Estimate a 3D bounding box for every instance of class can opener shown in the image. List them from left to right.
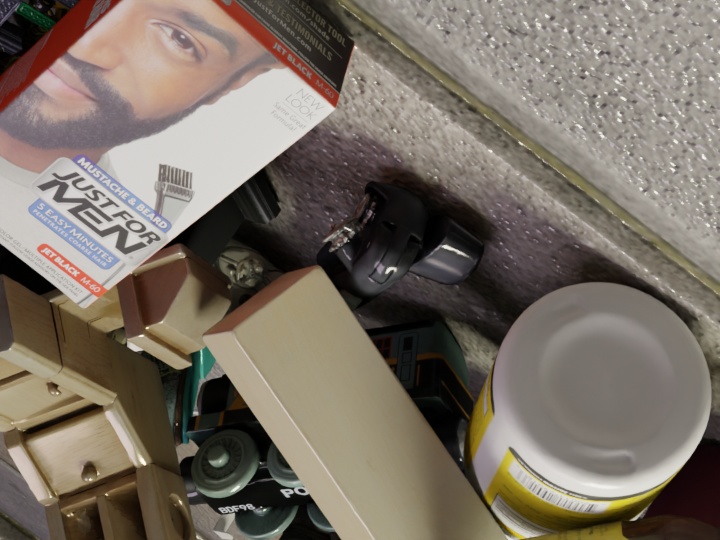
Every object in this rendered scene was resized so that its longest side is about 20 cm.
[{"bbox_3d":[0.000,0.000,1.045,0.079,0.063,0.200,39,159,-10],"label":"can opener"}]

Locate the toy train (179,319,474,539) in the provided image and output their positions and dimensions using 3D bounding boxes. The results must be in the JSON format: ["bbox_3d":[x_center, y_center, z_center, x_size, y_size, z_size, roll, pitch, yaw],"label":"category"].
[{"bbox_3d":[-0.020,0.097,1.134,0.199,0.114,0.085,-11,140,24],"label":"toy train"}]

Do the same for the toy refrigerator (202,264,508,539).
[{"bbox_3d":[0.002,0.096,1.010,0.200,0.070,0.076,55,164,-6],"label":"toy refrigerator"}]

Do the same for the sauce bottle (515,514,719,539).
[{"bbox_3d":[0.134,0.158,0.930,0.199,0.066,0.066,-14,143,10],"label":"sauce bottle"}]

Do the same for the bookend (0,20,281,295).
[{"bbox_3d":[-0.190,-0.019,1.102,0.198,0.200,0.092,28,165,23],"label":"bookend"}]

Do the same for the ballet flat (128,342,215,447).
[{"bbox_3d":[-0.136,0.057,1.249,0.074,0.074,0.200,39,-162,-10],"label":"ballet flat"}]

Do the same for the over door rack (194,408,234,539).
[{"bbox_3d":[-0.072,0.140,1.443,0.199,0.067,0.148,-13,132,37],"label":"over door rack"}]

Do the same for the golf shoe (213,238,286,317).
[{"bbox_3d":[-0.055,0.042,1.250,0.200,0.078,0.097,54,174,-34],"label":"golf shoe"}]

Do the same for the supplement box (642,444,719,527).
[{"bbox_3d":[0.241,0.203,1.036,0.200,0.111,0.086,47,157,-27],"label":"supplement box"}]

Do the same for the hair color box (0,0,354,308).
[{"bbox_3d":[-0.112,-0.077,0.905,0.111,0.064,0.200,39,125,-21],"label":"hair color box"}]

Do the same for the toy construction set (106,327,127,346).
[{"bbox_3d":[-0.198,0.002,1.209,0.131,0.200,0.092,27,136,1],"label":"toy construction set"}]

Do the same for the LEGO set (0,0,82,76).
[{"bbox_3d":[-0.190,-0.127,0.999,0.153,0.116,0.200,23,134,-24],"label":"LEGO set"}]

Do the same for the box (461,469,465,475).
[{"bbox_3d":[0.068,0.193,1.163,0.040,0.200,0.137,23,156,37],"label":"box"}]

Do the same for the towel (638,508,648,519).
[{"bbox_3d":[0.168,0.248,1.179,0.085,0.166,0.200,9,147,43],"label":"towel"}]

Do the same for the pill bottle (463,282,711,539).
[{"bbox_3d":[0.114,0.091,0.991,0.111,0.111,0.200,33,160,8],"label":"pill bottle"}]

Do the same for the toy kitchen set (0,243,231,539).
[{"bbox_3d":[-0.137,0.103,1.032,0.200,0.163,0.181,41,-149,-64],"label":"toy kitchen set"}]

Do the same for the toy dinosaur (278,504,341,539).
[{"bbox_3d":[0.000,0.167,1.202,0.102,0.200,0.077,15,133,52],"label":"toy dinosaur"}]
